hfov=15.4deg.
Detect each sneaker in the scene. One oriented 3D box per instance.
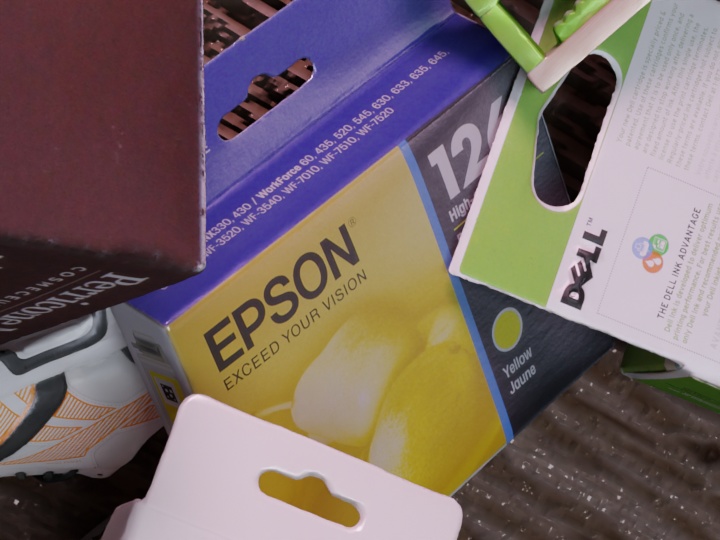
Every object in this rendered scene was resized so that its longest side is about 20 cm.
[{"bbox_3d":[-0.130,0.055,1.000,0.199,0.074,0.080,-22,115,-16],"label":"sneaker"}]

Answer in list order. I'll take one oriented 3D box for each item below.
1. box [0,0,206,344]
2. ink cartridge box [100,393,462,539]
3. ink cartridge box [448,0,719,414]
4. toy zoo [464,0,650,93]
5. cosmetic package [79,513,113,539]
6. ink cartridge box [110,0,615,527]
[{"bbox_3d":[-0.174,-0.074,0.841,0.199,0.166,0.165,9,73,-37],"label":"box"},{"bbox_3d":[-0.052,0.157,0.936,0.116,0.067,0.201,23,78,-9],"label":"ink cartridge box"},{"bbox_3d":[0.139,-0.027,1.076,0.199,0.076,0.149,22,82,-11],"label":"ink cartridge box"},{"bbox_3d":[0.052,-0.184,0.995,0.131,0.020,0.200,-41,96,8],"label":"toy zoo"},{"bbox_3d":[-0.057,0.205,1.056,0.085,0.108,0.200,-38,115,-11],"label":"cosmetic package"},{"bbox_3d":[0.000,0.000,1.016,0.197,0.047,0.201,-39,125,-28],"label":"ink cartridge box"}]
